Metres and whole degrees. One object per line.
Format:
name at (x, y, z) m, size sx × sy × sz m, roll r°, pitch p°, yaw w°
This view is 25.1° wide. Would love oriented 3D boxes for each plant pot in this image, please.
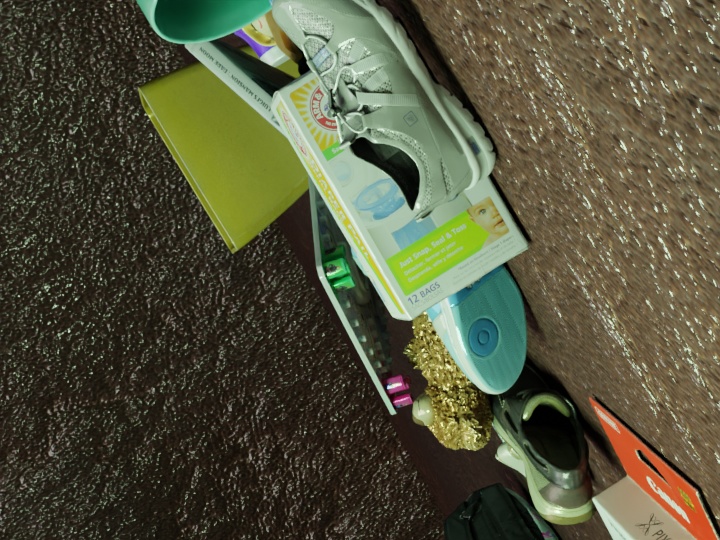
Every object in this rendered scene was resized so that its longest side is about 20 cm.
plant pot at (-0.120, -0.153, 1.797) m, size 0.201 × 0.175 × 0.200 m, roll 58°, pitch 174°, yaw -3°

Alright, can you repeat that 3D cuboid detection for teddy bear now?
teddy bear at (0.074, 0.064, 1.470) m, size 0.145 × 0.066 × 0.203 m, roll -146°, pitch 53°, yaw -59°

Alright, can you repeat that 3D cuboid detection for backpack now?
backpack at (0.190, 0.379, 2.073) m, size 0.201 × 0.166 × 0.127 m, roll 62°, pitch -177°, yaw 40°

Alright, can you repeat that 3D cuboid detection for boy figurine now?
boy figurine at (-0.062, -0.222, 1.495) m, size 0.200 × 0.064 × 0.125 m, roll 47°, pitch 170°, yaw 51°

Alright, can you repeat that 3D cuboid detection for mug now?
mug at (-0.127, -0.273, 1.335) m, size 0.115 × 0.151 × 0.185 m, roll 59°, pitch 175°, yaw 17°

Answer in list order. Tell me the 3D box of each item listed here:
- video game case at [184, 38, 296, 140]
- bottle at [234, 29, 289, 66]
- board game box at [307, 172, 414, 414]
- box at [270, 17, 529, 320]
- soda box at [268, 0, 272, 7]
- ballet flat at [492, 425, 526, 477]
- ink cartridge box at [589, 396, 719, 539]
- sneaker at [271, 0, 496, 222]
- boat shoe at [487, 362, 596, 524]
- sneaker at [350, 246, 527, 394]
video game case at (-0.044, -0.133, 1.437) m, size 0.182 × 0.023 × 0.199 m, roll 42°, pitch -168°, yaw 28°
bottle at (-0.126, -0.300, 1.630) m, size 0.201 × 0.065 × 0.084 m, roll 59°, pitch 175°, yaw -1°
board game box at (0.000, 0.000, 1.521) m, size 0.201 × 0.026 × 0.201 m, roll -97°, pitch -15°, yaw -48°
box at (0.026, -0.075, 1.245) m, size 0.201 × 0.112 × 0.101 m, roll 60°, pitch 174°, yaw -2°
soda box at (-0.042, -0.242, 1.173) m, size 0.064 × 0.067 × 0.200 m, roll 56°, pitch 174°, yaw 25°
ballet flat at (0.142, 0.145, 1.547) m, size 0.201 × 0.074 × 0.074 m, roll 56°, pitch 174°, yaw 5°
ink cartridge box at (0.238, 0.210, 1.267) m, size 0.175 × 0.043 × 0.200 m, roll 59°, pitch 175°, yaw -22°
sneaker at (0.005, -0.123, 1.137) m, size 0.200 × 0.082 × 0.075 m, roll 45°, pitch 155°, yaw 1°
boat shoe at (0.164, 0.136, 1.431) m, size 0.202 × 0.071 × 0.067 m, roll -108°, pitch 18°, yaw -53°
sneaker at (0.062, 0.012, 1.384) m, size 0.130 × 0.079 × 0.202 m, roll -8°, pitch 106°, yaw 57°
